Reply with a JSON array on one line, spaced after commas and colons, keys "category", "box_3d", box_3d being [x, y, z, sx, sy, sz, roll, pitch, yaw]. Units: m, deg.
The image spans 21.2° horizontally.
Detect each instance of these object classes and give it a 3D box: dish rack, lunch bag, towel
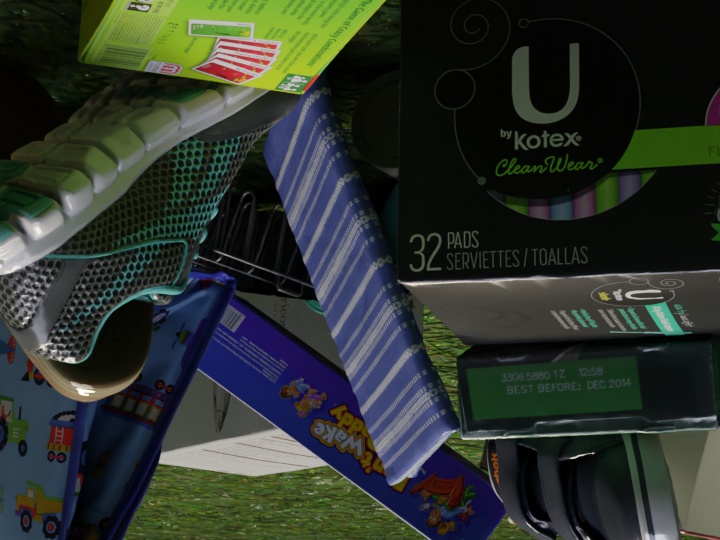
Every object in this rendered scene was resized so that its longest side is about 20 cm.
[{"category": "dish rack", "box_3d": [-0.108, -0.029, 1.069, 0.200, 0.055, 0.153, 21, 169, -39]}, {"category": "lunch bag", "box_3d": [-0.170, 0.079, 1.011, 0.094, 0.200, 0.150, 23, 169, -42]}, {"category": "towel", "box_3d": [0.000, 0.000, 0.950, 0.024, 0.200, 0.145, -18, 167, -13]}]

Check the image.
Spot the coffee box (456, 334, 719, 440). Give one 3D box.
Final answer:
[{"category": "coffee box", "box_3d": [0.128, 0.041, 0.946, 0.123, 0.044, 0.200, -4, -174, 20]}]

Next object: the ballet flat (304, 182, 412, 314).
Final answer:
[{"category": "ballet flat", "box_3d": [0.029, -0.012, 1.143, 0.068, 0.068, 0.200, -6, 169, -25]}]

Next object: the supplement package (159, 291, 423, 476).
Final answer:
[{"category": "supplement package", "box_3d": [-0.061, 0.076, 1.372, 0.117, 0.117, 0.200, 14, 160, -37]}]

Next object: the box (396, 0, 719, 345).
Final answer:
[{"category": "box", "box_3d": [0.126, -0.054, 0.807, 0.200, 0.149, 0.124, -3, 165, 16]}]

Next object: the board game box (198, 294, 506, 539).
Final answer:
[{"category": "board game box", "box_3d": [-0.007, 0.089, 1.117, 0.200, 0.045, 0.134, 36, 179, 5]}]

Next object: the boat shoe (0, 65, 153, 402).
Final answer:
[{"category": "boat shoe", "box_3d": [-0.152, -0.010, 0.915, 0.071, 0.200, 0.065, -1, 138, -30]}]

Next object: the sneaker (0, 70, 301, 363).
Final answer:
[{"category": "sneaker", "box_3d": [-0.096, -0.031, 0.859, 0.078, 0.091, 0.200, 11, -143, 42]}]

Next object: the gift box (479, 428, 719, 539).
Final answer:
[{"category": "gift box", "box_3d": [0.182, 0.052, 1.145, 0.200, 0.187, 0.184, 15, 179, 41]}]

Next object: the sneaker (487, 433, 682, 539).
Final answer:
[{"category": "sneaker", "box_3d": [0.107, 0.104, 0.958, 0.079, 0.079, 0.200, -11, -172, -1]}]

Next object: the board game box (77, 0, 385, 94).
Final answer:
[{"category": "board game box", "box_3d": [-0.041, -0.128, 0.748, 0.101, 0.048, 0.200, 6, 165, -18]}]

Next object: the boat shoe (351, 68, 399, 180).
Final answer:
[{"category": "boat shoe", "box_3d": [0.098, -0.066, 0.926, 0.201, 0.072, 0.061, 4, 166, 24]}]
